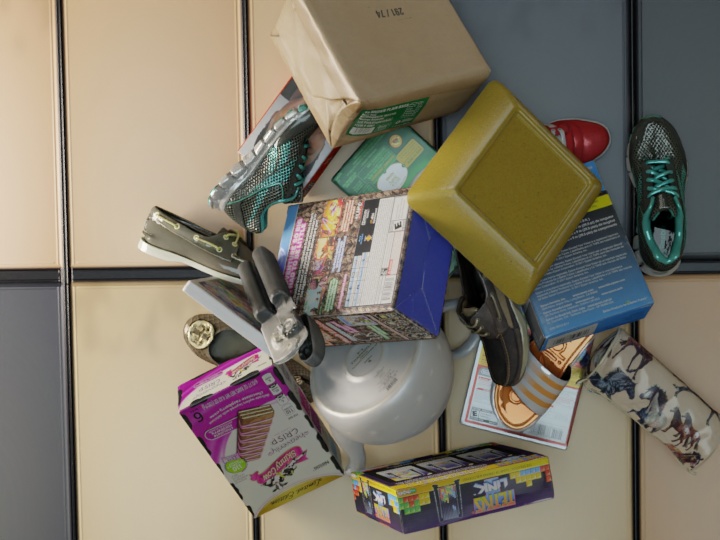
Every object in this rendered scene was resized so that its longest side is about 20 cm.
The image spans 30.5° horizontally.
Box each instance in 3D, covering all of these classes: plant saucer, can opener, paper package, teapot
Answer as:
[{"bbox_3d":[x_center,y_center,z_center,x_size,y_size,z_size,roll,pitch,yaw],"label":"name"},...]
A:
[{"bbox_3d":[0.185,-0.096,1.561,0.200,0.048,0.200,42,70,-15],"label":"plant saucer"},{"bbox_3d":[-0.092,0.048,1.555,0.053,0.200,0.067,-44,124,12],"label":"can opener"},{"bbox_3d":[0.023,-0.266,1.587,0.200,0.104,0.191,-18,69,-31],"label":"paper package"},{"bbox_3d":[0.046,0.137,1.655,0.200,0.146,0.198,-16,52,32],"label":"teapot"}]

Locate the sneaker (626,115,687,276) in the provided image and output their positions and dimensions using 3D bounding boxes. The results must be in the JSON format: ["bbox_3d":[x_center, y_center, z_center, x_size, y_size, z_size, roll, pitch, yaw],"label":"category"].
[{"bbox_3d":[0.373,-0.092,1.626,0.077,0.091,0.201,-6,92,5],"label":"sneaker"}]

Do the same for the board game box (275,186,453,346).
[{"bbox_3d":[0.000,0.000,1.603,0.199,0.097,0.160,-6,63,37],"label":"board game box"}]

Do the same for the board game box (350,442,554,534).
[{"bbox_3d":[0.109,0.262,1.609,0.199,0.165,0.057,-9,93,-19],"label":"board game box"}]

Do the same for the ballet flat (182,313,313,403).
[{"bbox_3d":[-0.143,0.117,1.719,0.200,0.046,0.068,30,95,4],"label":"ballet flat"}]

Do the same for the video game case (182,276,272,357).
[{"bbox_3d":[-0.140,0.056,1.638,0.143,0.200,0.018,37,94,3],"label":"video game case"}]

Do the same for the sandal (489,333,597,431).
[{"bbox_3d":[0.234,0.110,1.656,0.079,0.059,0.207,35,96,3],"label":"sandal"}]

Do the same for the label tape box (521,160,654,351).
[{"bbox_3d":[0.258,-0.018,1.642,0.144,0.063,0.201,-17,71,-5],"label":"label tape box"}]

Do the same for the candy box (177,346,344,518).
[{"bbox_3d":[-0.125,0.204,1.672,0.136,0.061,0.200,-27,120,7],"label":"candy box"}]

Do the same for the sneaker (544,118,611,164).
[{"bbox_3d":[0.213,-0.156,1.634,0.199,0.112,0.072,-7,86,6],"label":"sneaker"}]

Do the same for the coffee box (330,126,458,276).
[{"bbox_3d":[0.074,-0.094,1.687,0.200,0.044,0.123,41,96,3],"label":"coffee box"}]

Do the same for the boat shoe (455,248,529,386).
[{"bbox_3d":[0.152,0.048,1.622,0.073,0.074,0.201,-12,94,-27],"label":"boat shoe"}]

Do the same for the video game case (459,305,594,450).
[{"bbox_3d":[0.219,0.118,1.697,0.142,0.017,0.201,14,94,5],"label":"video game case"}]

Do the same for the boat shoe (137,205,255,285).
[{"bbox_3d":[-0.188,-0.028,1.704,0.201,0.072,0.060,18,99,8],"label":"boat shoe"}]

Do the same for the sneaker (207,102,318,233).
[{"bbox_3d":[-0.094,-0.127,1.633,0.091,0.078,0.200,44,107,-2],"label":"sneaker"}]

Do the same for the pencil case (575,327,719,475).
[{"bbox_3d":[0.366,0.166,1.647,0.200,0.078,0.090,40,100,-2],"label":"pencil case"}]

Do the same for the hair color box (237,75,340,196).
[{"bbox_3d":[-0.056,-0.202,1.687,0.101,0.061,0.200,36,97,2],"label":"hair color box"}]
